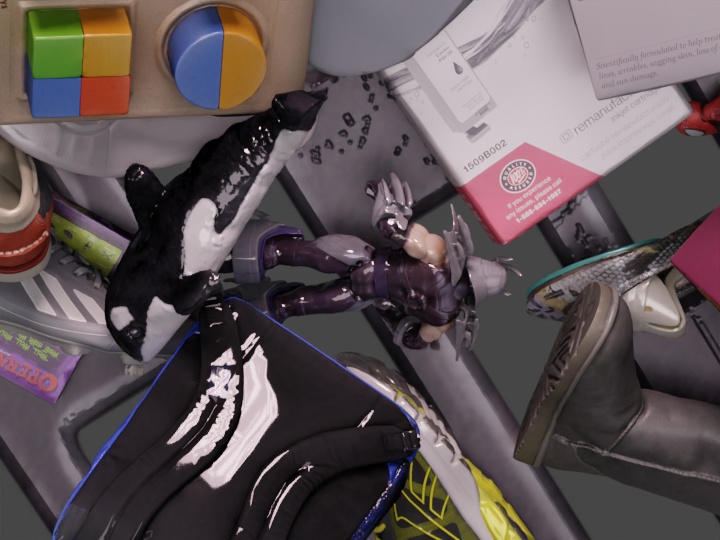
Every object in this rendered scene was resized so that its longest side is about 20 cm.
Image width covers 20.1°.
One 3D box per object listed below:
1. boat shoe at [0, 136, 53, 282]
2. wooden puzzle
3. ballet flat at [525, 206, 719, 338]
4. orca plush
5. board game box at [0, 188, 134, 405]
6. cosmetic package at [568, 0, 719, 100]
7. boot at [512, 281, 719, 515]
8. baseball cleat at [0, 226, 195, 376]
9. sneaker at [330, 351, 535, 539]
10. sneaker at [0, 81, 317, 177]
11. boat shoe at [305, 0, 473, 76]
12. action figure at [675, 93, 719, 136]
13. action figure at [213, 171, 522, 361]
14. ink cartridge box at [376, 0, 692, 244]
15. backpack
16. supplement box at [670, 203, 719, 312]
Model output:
[{"bbox_3d":[-0.234,-0.084,1.202,0.071,0.063,0.200,-21,58,-13],"label":"boat shoe"},{"bbox_3d":[-0.111,-0.151,1.089,0.200,0.046,0.185,-7,131,-18],"label":"wooden puzzle"},{"bbox_3d":[0.203,0.003,1.269,0.200,0.072,0.072,-24,99,1],"label":"ballet flat"},{"bbox_3d":[-0.101,-0.037,1.153,0.071,0.105,0.200,30,130,-15],"label":"orca plush"},{"bbox_3d":[-0.251,-0.015,1.280,0.200,0.032,0.120,30,95,-6],"label":"board game box"},{"bbox_3d":[0.212,-0.163,1.168,0.113,0.200,0.081,-11,101,36],"label":"cosmetic package"},{"bbox_3d":[0.209,0.093,1.259,0.200,0.182,0.073,19,56,2],"label":"boot"},{"bbox_3d":[-0.189,-0.002,1.237,0.200,0.070,0.107,11,94,-7],"label":"baseball cleat"},{"bbox_3d":[0.033,0.142,1.290,0.085,0.074,0.200,-38,98,5],"label":"sneaker"},{"bbox_3d":[-0.136,-0.096,1.221,0.200,0.112,0.073,2,98,-23],"label":"sneaker"},{"bbox_3d":[0.052,-0.182,1.160,0.200,0.091,0.071,-32,97,32],"label":"boat shoe"},{"bbox_3d":[0.295,-0.091,1.261,0.200,0.065,0.052,5,128,8],"label":"action figure"},{"bbox_3d":[0.000,0.000,1.255,0.200,0.069,0.130,0,123,9],"label":"action figure"},{"bbox_3d":[0.084,-0.139,1.240,0.146,0.083,0.200,-35,98,5],"label":"ink cartridge box"},{"bbox_3d":[-0.077,0.153,1.195,0.162,0.168,0.200,31,64,12],"label":"backpack"},{"bbox_3d":[0.283,0.031,1.208,0.086,0.110,0.200,-47,140,6],"label":"supplement box"}]
